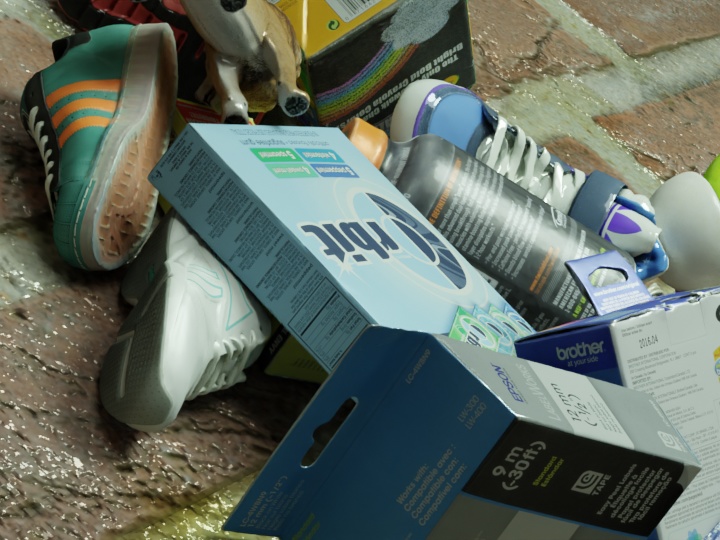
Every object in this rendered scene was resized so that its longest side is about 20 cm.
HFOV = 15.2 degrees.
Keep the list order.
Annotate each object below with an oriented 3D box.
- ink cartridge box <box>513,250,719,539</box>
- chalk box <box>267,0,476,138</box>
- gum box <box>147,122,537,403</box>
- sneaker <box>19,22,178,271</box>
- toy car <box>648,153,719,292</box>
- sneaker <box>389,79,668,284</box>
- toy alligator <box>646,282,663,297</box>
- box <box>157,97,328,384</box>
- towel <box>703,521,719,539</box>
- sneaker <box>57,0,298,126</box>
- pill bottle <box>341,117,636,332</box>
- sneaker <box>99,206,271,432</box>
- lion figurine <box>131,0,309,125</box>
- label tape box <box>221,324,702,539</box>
[{"bbox_3d":[0.165,0.087,1.492,0.136,0.076,0.201,-13,92,-48],"label":"ink cartridge box"},{"bbox_3d":[-0.010,-0.156,1.754,0.124,0.125,0.200,52,-12,24],"label":"chalk box"},{"bbox_3d":[0.000,0.000,1.497,0.200,0.045,0.170,47,21,19],"label":"gum box"},{"bbox_3d":[-0.157,-0.069,1.530,0.080,0.072,0.200,-2,38,10],"label":"sneaker"},{"bbox_3d":[0.275,0.013,1.843,0.175,0.150,0.201,-12,84,-16],"label":"toy car"},{"bbox_3d":[0.122,-0.052,1.732,0.146,0.081,0.200,11,-23,36],"label":"sneaker"},{"bbox_3d":[0.137,0.081,1.553,0.054,0.059,0.200,34,55,18],"label":"toy alligator"},{"bbox_3d":[-0.059,-0.017,1.572,0.075,0.050,0.200,14,31,-42],"label":"box"},{"bbox_3d":[0.270,0.152,1.502,0.145,0.024,0.200,52,48,-8],"label":"towel"},{"bbox_3d":[-0.103,-0.147,1.737,0.200,0.074,0.087,44,21,16],"label":"sneaker"},{"bbox_3d":[0.061,-0.014,1.661,0.200,0.106,0.106,32,23,-10],"label":"pill bottle"},{"bbox_3d":[-0.085,0.031,1.421,0.080,0.070,0.200,34,22,-12],"label":"sneaker"},{"bbox_3d":[-0.085,-0.154,1.538,0.123,0.072,0.200,-107,174,-47],"label":"lion figurine"},{"bbox_3d":[0.052,0.114,1.353,0.200,0.143,0.066,15,29,-40],"label":"label tape box"}]
